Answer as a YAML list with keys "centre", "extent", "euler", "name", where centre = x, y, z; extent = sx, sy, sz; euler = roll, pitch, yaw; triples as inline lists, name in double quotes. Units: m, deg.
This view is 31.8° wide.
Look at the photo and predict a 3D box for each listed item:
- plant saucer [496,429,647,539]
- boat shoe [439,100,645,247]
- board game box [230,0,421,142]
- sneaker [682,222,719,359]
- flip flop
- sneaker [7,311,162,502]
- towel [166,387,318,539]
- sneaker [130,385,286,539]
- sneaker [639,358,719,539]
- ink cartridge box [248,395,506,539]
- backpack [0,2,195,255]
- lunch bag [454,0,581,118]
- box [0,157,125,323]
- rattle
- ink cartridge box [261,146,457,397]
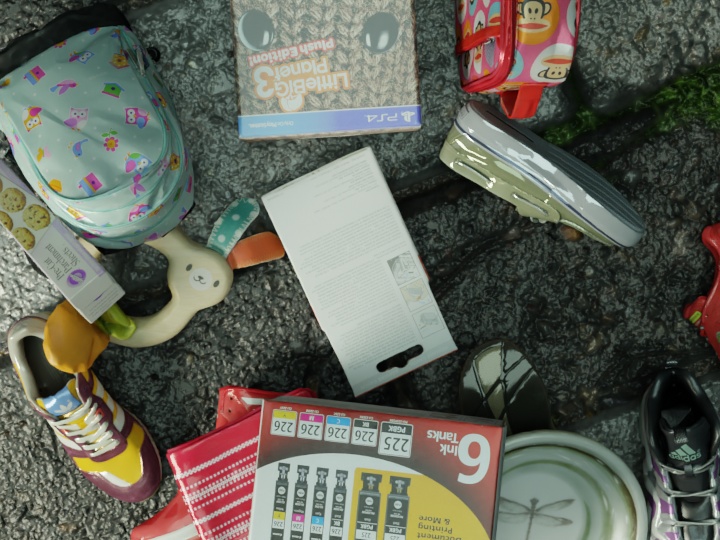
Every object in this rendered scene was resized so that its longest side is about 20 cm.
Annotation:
- centre: [0.154, 0.228, 1.132]
  extent: [0.199, 0.050, 0.201]
  euler: [-2, 107, -6]
  name: "plant saucer"
- centre: [0.164, -0.077, 1.146]
  extent: [0.200, 0.072, 0.062]
  euler: [35, 117, 0]
  name: "boat shoe"
- centre: [-0.033, -0.218, 1.108]
  extent: [0.158, 0.097, 0.201]
  euler: [-4, 94, -1]
  name: "board game box"
- centre: [0.338, 0.052, 1.157]
  extent: [0.084, 0.077, 0.201]
  euler: [1, 87, 10]
  name: "sneaker"
- centre: [0.151, 0.149, 1.164]
  extent: [0.081, 0.058, 0.200]
  euler: [-32, 110, 5]
  name: "flip flop"
- centre: [-0.252, 0.130, 1.132]
  extent: [0.075, 0.090, 0.200]
  euler: [-36, 94, 1]
  name: "sneaker"
- centre: [-0.070, 0.219, 1.113]
  extent: [0.144, 0.022, 0.201]
  euler: [-23, 91, -10]
  name: "towel"
- centre: [-0.132, 0.174, 1.156]
  extent: [0.199, 0.078, 0.116]
  euler: [-24, 86, -12]
  name: "sneaker"
- centre: [0.279, 0.174, 1.089]
  extent: [0.077, 0.140, 0.201]
  euler: [-12, 66, 6]
  name: "sneaker"
- centre: [0.014, 0.202, 1.048]
  extent: [0.199, 0.084, 0.177]
  euler: [5, 88, 8]
  name: "ink cartridge box"
- centre: [-0.227, -0.114, 1.071]
  extent: [0.166, 0.127, 0.201]
  euler: [-31, 71, -1]
  name: "backpack"
- centre: [0.130, -0.216, 1.062]
  extent: [0.081, 0.200, 0.177]
  euler: [-1, 94, -6]
  name: "lunch bag"
- centre: [-0.272, -0.030, 1.085]
  extent: [0.041, 0.039, 0.200]
  euler: [-42, 52, -9]
  name: "box"
- centre: [-0.168, 0.008, 1.101]
  extent: [0.199, 0.143, 0.131]
  euler: [-8, 91, 2]
  name: "rattle"
- centre: [0.000, 0.000, 1.150]
  extent: [0.108, 0.050, 0.201]
  euler: [-24, 95, 0]
  name: "ink cartridge box"
